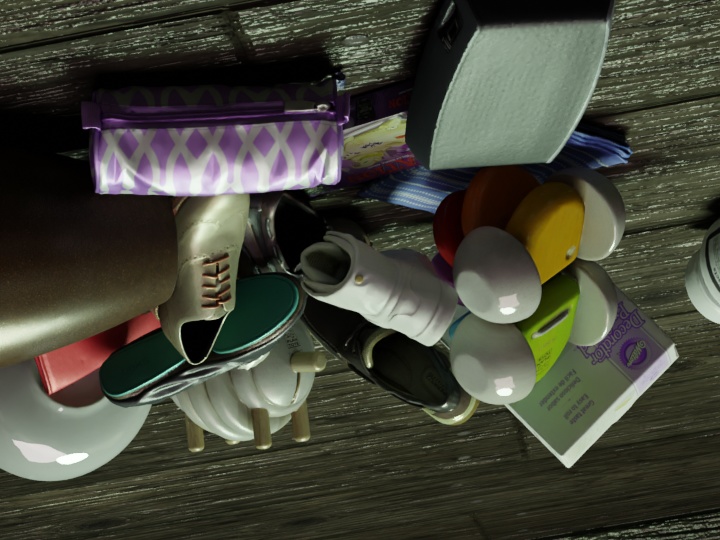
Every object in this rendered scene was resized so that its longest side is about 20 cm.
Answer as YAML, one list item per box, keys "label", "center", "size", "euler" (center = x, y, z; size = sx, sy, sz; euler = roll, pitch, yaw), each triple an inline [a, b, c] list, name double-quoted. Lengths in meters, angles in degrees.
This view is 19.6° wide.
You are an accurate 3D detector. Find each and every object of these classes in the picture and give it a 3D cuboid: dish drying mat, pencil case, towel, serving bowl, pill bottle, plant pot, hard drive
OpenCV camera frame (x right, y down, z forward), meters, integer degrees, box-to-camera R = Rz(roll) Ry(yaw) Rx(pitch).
- label: "dish drying mat"
  center: [-0.193, 0.027, 1.772]
  size: [0.199, 0.077, 0.018]
  euler: [-31, -145, -25]
- label: "pencil case"
  center: [-0.104, -0.098, 1.522]
  size: [0.198, 0.085, 0.086]
  euler: [-5, 166, -8]
- label: "towel"
  center: [0.116, -0.084, 1.775]
  size: [0.199, 0.024, 0.144]
  euler: [-23, 157, 38]
- label: "serving bowl"
  center: [-0.259, 0.080, 1.800]
  size: [0.198, 0.202, 0.066]
  euler: [2, 172, -30]
- label: "pill bottle"
  center: [0.390, -0.018, 1.965]
  size: [0.110, 0.112, 0.200]
  euler: [-1, 161, -23]
- label: "plant pot"
  center: [-0.245, -0.014, 1.568]
  size: [0.198, 0.189, 0.187]
  euler: [-4, 162, -24]
- label: "hard drive"
  center: [0.110, -0.139, 1.516]
  size: [0.134, 0.043, 0.200]
  euler: [-4, 150, -13]

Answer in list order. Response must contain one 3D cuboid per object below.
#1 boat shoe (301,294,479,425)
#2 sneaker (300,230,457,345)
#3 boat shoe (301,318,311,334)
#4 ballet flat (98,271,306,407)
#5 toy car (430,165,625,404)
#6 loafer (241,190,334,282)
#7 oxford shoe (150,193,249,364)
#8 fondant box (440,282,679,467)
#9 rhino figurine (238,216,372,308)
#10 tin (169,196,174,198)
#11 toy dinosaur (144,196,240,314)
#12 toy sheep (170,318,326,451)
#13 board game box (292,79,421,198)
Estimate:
- label: "boat shoe"
  center: [0.022, 0.067, 1.886]
  size: [0.199, 0.074, 0.065]
  euler: [31, 177, 24]
- label: "sneaker"
  center: [0.000, 0.000, 1.728]
  size: [0.115, 0.074, 0.200]
  euler: [26, 179, -17]
- label: "boat shoe"
  center: [-0.096, 0.033, 1.959]
  size: [0.199, 0.075, 0.066]
  euler: [9, 169, -30]
- label: "ballet flat"
  center: [-0.125, 0.061, 1.739]
  size: [0.199, 0.074, 0.073]
  euler: [-26, 158, 14]
- label: "toy car"
  center: [0.124, 0.001, 1.758]
  size: [0.175, 0.149, 0.201]
  euler: [-33, 137, -38]
- label: "loafer"
  center: [-0.058, -0.025, 1.731]
  size: [0.063, 0.072, 0.200]
  euler: [14, 165, 29]
- label: "oxford shoe"
  center: [-0.115, -0.005, 1.631]
  size: [0.070, 0.074, 0.201]
  euler: [-14, 148, -23]
- label: "fondant box"
  center: [0.165, 0.054, 1.866]
  size: [0.144, 0.200, 0.058]
  euler: [-44, 161, -3]
- label: "rhino figurine"
  center: [-0.081, -0.003, 1.868]
  size: [0.198, 0.060, 0.088]
  euler: [-8, 141, 0]
- label: "tin"
  center: [-0.208, -0.047, 1.715]
  size: [0.199, 0.042, 0.112]
  euler: [-19, 164, 29]
- label: "toy dinosaur"
  center: [-0.158, -0.020, 1.709]
  size: [0.101, 0.059, 0.200]
  euler: [-27, 151, 2]
- label: "toy sheep"
  center: [-0.102, 0.089, 1.830]
  size: [0.199, 0.139, 0.137]
  euler: [-6, 167, 39]
- label: "board game box"
  center: [0.018, -0.108, 1.650]
  size: [0.198, 0.033, 0.120]
  euler: [-16, 165, 21]
